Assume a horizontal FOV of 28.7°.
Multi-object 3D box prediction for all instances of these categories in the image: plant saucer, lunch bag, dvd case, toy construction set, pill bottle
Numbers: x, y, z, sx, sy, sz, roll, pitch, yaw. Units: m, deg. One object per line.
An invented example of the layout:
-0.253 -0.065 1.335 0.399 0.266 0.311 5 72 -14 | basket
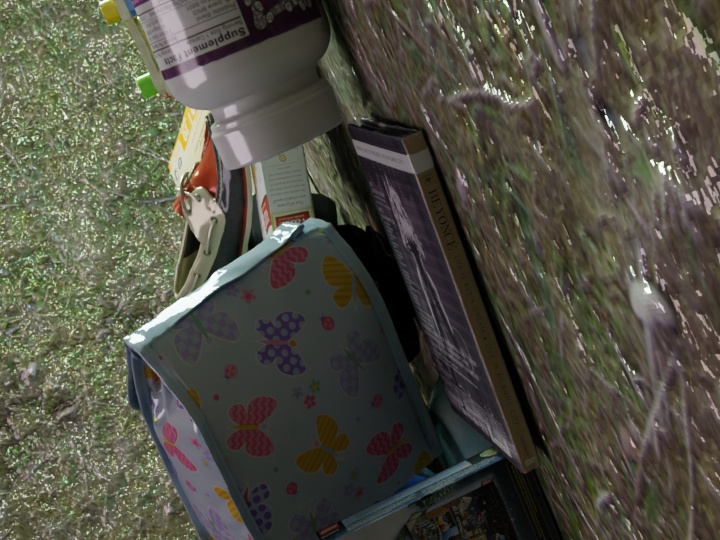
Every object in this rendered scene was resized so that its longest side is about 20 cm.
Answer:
0.092 0.165 0.985 0.200 0.027 0.202 155 91 -84 | plant saucer
-0.059 0.083 0.965 0.126 0.169 0.202 17 137 49 | lunch bag
0.047 0.008 0.835 0.149 0.016 0.202 -144 32 -75 | dvd case
-0.151 -0.213 1.119 0.201 0.091 0.132 -85 -25 -48 | toy construction set
-0.084 -0.171 0.872 0.112 0.111 0.202 -143 30 -77 | pill bottle

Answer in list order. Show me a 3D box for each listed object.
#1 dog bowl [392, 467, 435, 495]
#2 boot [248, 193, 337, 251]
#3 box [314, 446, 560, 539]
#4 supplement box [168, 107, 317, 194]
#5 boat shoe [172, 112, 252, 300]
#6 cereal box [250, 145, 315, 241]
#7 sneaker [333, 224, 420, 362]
-0.013 0.208 1.064 0.050 0.198 0.113 -69 -39 -74 | dog bowl
-0.022 0.036 1.211 0.164 0.065 0.202 15 -127 -47 | boot
0.073 0.225 0.863 0.038 0.135 0.202 -170 57 -80 | box
-0.120 -0.086 1.406 0.201 0.073 0.127 61 142 38 | supplement box
-0.122 -0.048 1.142 0.201 0.062 0.072 97 165 -46 | boat shoe
-0.069 -0.111 1.075 0.144 0.039 0.203 126 135 -81 | cereal box
-0.003 0.001 1.061 0.200 0.059 0.105 49 162 55 | sneaker
